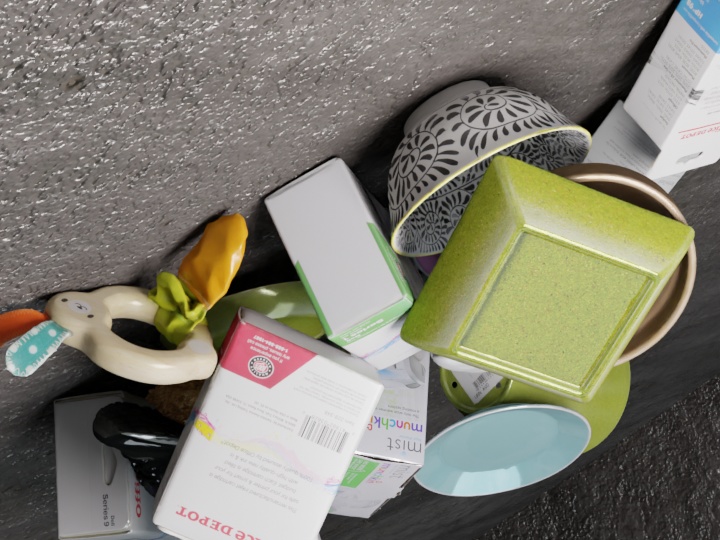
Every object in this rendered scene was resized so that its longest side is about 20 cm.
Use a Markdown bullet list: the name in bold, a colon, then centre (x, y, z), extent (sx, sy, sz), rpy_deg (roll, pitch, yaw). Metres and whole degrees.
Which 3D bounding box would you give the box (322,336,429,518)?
- **box**: centre (0.004, 0.155, 1.629), extent (0.095, 0.179, 0.200), rpy_deg (12, 153, -13)

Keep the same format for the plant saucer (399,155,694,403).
- **plant saucer**: centre (0.161, 0.025, 1.274), extent (0.197, 0.048, 0.201), rpy_deg (19, 120, -16)

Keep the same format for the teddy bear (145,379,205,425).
- **teddy bear**: centre (-0.120, 0.137, 1.529), extent (0.067, 0.198, 0.145), rpy_deg (-65, -159, 2)

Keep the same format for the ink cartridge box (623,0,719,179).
- **ink cartridge box**: centre (0.329, -0.187, 1.417), extent (0.115, 0.067, 0.201), rpy_deg (-15, 145, -34)

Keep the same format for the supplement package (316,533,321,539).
- **supplement package**: centre (-0.104, 0.272, 1.520), extent (0.120, 0.121, 0.201), rpy_deg (-19, 152, -5)

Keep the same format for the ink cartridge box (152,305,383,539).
- **ink cartridge box**: centre (-0.085, 0.155, 1.349), extent (0.202, 0.146, 0.086), rpy_deg (-64, -171, 7)

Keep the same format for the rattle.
- **rattle**: centre (-0.207, 0.019, 1.270), extent (0.198, 0.131, 0.143), rpy_deg (13, 133, -23)

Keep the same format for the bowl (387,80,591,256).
- **bowl**: centre (0.097, -0.106, 1.323), extent (0.199, 0.095, 0.201), rpy_deg (-25, 163, -8)

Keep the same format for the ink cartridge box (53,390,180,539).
- **ink cartridge box**: centre (-0.249, 0.217, 1.598), extent (0.086, 0.148, 0.200), rpy_deg (-8, 167, 10)

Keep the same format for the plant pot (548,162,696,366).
- **plant pot**: centre (0.194, -0.016, 1.338), extent (0.198, 0.093, 0.203), rpy_deg (-1, 121, -2)

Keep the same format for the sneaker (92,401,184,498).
- **sneaker**: centre (-0.198, 0.191, 1.492), extent (0.199, 0.075, 0.089), rpy_deg (19, 97, -54)

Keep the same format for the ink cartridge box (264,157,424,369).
- **ink cartridge box**: centre (0.000, 0.000, 1.388), extent (0.083, 0.146, 0.200), rpy_deg (-28, 163, 7)

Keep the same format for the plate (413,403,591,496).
- **plate**: centre (0.150, 0.187, 1.604), extent (0.197, 0.026, 0.201), rpy_deg (-8, 147, -5)

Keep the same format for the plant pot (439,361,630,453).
- **plant pot**: centre (0.178, 0.115, 1.666), extent (0.186, 0.189, 0.199), rpy_deg (-36, 157, 25)

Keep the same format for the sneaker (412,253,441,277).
- **sneaker**: centre (0.118, -0.069, 1.490), extent (0.200, 0.081, 0.088), rpy_deg (-40, -169, -13)

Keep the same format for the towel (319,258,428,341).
- **towel**: centre (0.049, 0.026, 1.695), extent (0.198, 0.049, 0.172), rpy_deg (-18, 159, -27)

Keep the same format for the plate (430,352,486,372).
- **plate**: centre (0.169, 0.064, 1.487), extent (0.197, 0.033, 0.200), rpy_deg (-10, -173, 5)

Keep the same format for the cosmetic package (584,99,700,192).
- **cosmetic package**: centre (0.255, -0.073, 1.561), extent (0.201, 0.081, 0.112), rpy_deg (-56, 158, 19)

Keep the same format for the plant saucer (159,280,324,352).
- **plant saucer**: centre (-0.106, 0.061, 1.528), extent (0.197, 0.031, 0.200), rpy_deg (-15, 165, -4)
